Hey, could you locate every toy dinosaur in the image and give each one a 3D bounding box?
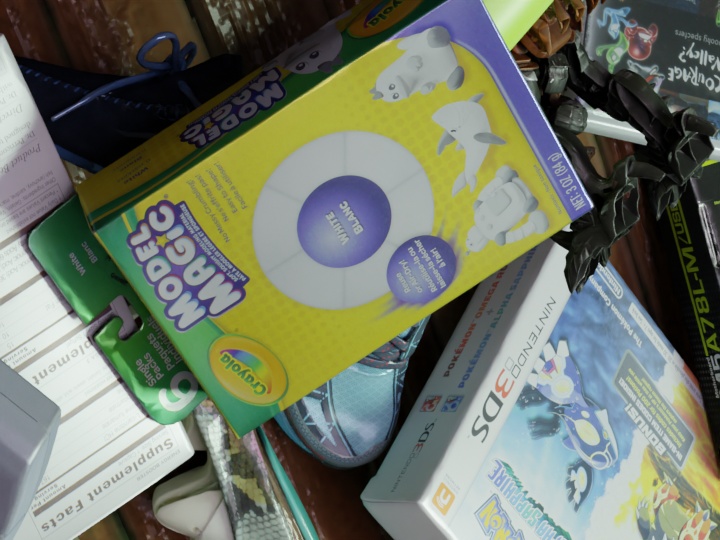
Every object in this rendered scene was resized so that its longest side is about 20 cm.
[{"bbox_3d":[0.081,-0.070,1.001,0.136,0.200,0.102,44,74,12],"label":"toy dinosaur"}]

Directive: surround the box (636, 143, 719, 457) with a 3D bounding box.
[{"bbox_3d":[0.257,-0.006,1.184,0.199,0.047,0.195,-18,91,-28],"label":"box"}]

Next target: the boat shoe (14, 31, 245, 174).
[{"bbox_3d":[-0.063,-0.063,0.958,0.199,0.084,0.069,18,101,-10],"label":"boat shoe"}]

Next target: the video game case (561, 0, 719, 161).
[{"bbox_3d":[0.197,-0.145,1.124,0.199,0.023,0.183,10,84,-26],"label":"video game case"}]

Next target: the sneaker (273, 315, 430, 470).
[{"bbox_3d":[0.000,0.000,1.022,0.079,0.095,0.202,-6,104,-29],"label":"sneaker"}]

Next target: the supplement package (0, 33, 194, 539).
[{"bbox_3d":[-0.170,0.011,0.907,0.109,0.113,0.201,-33,116,-23],"label":"supplement package"}]

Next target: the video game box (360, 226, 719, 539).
[{"bbox_3d":[0.106,0.103,1.113,0.200,0.047,0.183,49,58,-30],"label":"video game box"}]

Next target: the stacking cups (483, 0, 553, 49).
[{"bbox_3d":[0.075,-0.149,0.923,0.060,0.060,0.200,40,89,-32],"label":"stacking cups"}]

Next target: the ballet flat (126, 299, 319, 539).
[{"bbox_3d":[-0.071,0.075,1.021,0.071,0.069,0.201,-20,108,-7],"label":"ballet flat"}]

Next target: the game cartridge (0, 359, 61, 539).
[{"bbox_3d":[-0.203,0.087,0.856,0.133,0.200,0.041,36,37,-10],"label":"game cartridge"}]

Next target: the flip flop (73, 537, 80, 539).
[{"bbox_3d":[-0.099,0.170,1.001,0.057,0.081,0.200,-23,124,18],"label":"flip flop"}]

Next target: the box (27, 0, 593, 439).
[{"bbox_3d":[-0.020,-0.022,0.875,0.199,0.048,0.118,-32,120,2],"label":"box"}]
